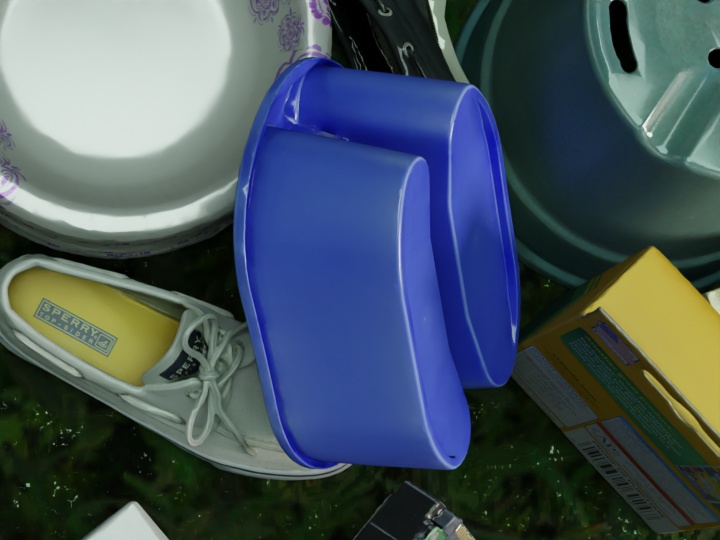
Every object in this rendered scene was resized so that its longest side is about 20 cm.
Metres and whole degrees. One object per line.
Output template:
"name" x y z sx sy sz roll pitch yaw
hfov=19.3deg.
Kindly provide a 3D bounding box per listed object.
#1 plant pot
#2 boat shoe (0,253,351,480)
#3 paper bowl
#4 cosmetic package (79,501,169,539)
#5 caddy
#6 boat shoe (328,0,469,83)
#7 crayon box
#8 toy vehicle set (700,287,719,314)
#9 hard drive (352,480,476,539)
"plant pot" 0.155 -0.097 1.020 0.200 0.196 0.201 1 81 -8
"boat shoe" -0.083 0.043 1.018 0.202 0.086 0.075 27 80 -7
"paper bowl" -0.118 -0.106 1.026 0.200 0.104 0.201 1 81 -8
"cosmetic package" -0.150 0.210 0.989 0.200 0.081 0.113 -36 89 -13
"caddy" 0.000 0.000 0.971 0.105 0.200 0.141 5 35 25
"boat shoe" 0.018 -0.087 1.052 0.066 0.074 0.200 -14 88 -20
"crayon box" 0.143 0.059 0.992 0.052 0.200 0.126 -43 90 -12
"toy vehicle set" 0.248 0.000 1.055 0.200 0.124 0.027 -18 85 -11
"hard drive" -0.005 0.210 0.988 0.038 0.140 0.200 31 76 40
